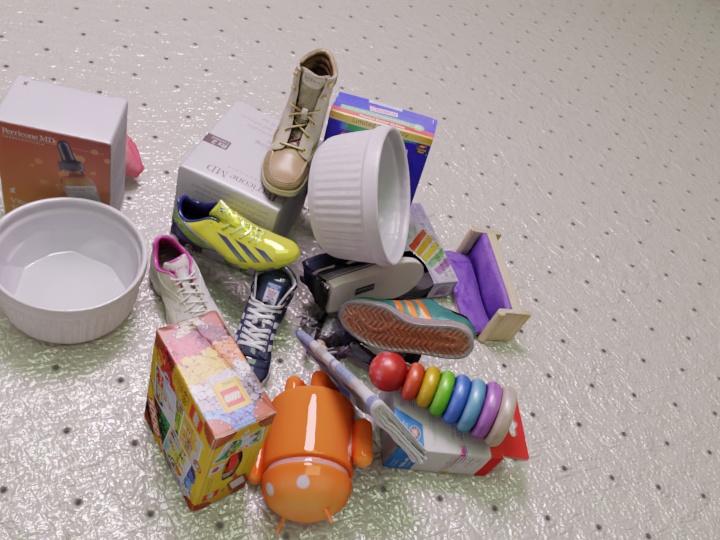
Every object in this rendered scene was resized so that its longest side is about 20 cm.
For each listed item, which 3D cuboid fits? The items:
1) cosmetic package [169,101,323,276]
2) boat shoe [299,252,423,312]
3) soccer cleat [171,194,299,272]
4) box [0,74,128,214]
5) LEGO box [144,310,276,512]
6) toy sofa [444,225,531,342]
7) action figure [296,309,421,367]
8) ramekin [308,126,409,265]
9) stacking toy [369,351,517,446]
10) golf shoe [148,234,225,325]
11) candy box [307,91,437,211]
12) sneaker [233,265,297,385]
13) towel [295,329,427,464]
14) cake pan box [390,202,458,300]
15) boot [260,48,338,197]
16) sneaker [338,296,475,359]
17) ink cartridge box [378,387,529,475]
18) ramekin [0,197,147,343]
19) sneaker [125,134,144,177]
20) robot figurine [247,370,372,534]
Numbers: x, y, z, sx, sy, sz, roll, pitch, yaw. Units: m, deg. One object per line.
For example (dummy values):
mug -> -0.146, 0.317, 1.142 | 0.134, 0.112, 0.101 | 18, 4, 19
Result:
cosmetic package -> -0.183, -0.132, 1.057 | 0.165, 0.165, 0.200 | 24, 46, -1
boat shoe -> 0.000, 0.000, 1.026 | 0.200, 0.075, 0.093 | -11, 40, -35
soccer cleat -> -0.182, -0.056, 0.932 | 0.200, 0.084, 0.065 | 16, 34, 14
box -> -0.432, -0.158, 0.954 | 0.152, 0.200, 0.106 | 10, 48, -13
LEGO box -> -0.185, 0.170, 0.771 | 0.077, 0.200, 0.149 | -18, 59, -34
toy sofa -> 0.214, 0.022, 1.145 | 0.097, 0.083, 0.200 | 6, 49, -19
action figure -> -0.005, 0.107, 0.992 | 0.200, 0.069, 0.130 | 22, 49, 0
ramekin -> 0.001, -0.107, 0.950 | 0.105, 0.200, 0.200 | 2, 44, 17
stacking toy -> 0.107, 0.166, 0.893 | 0.200, 0.085, 0.085 | 21, 46, 5
golf shoe -> -0.252, 0.034, 0.932 | 0.075, 0.092, 0.200 | -27, 64, -24
candy box -> 0.017, -0.172, 1.078 | 0.169, 0.200, 0.077 | 16, 38, -2
sneaker -> -0.143, 0.076, 0.932 | 0.070, 0.109, 0.200 | 19, 47, -5
towel -> -0.003, 0.162, 0.849 | 0.024, 0.147, 0.200 | -44, 40, -10
cake pan box -> 0.055, -0.031, 1.148 | 0.184, 0.052, 0.200 | -4, 54, -22
boot -> -0.087, -0.217, 0.950 | 0.072, 0.155, 0.200 | 19, 46, -8
sneaker -> 0.069, 0.077, 0.960 | 0.200, 0.071, 0.080 | 14, 22, 5
ink cartridge box -> 0.132, 0.227, 0.943 | 0.200, 0.067, 0.116 | 10, 49, -14
ramekin -> -0.399, 0.005, 0.892 | 0.200, 0.105, 0.200 | 12, 48, -13
sneaker -> -0.430, -0.217, 1.111 | 0.200, 0.074, 0.087 | 49, 8, 38
robot figurine -> -0.063, 0.227, 0.828 | 0.144, 0.117, 0.200 | 12, 48, -12
